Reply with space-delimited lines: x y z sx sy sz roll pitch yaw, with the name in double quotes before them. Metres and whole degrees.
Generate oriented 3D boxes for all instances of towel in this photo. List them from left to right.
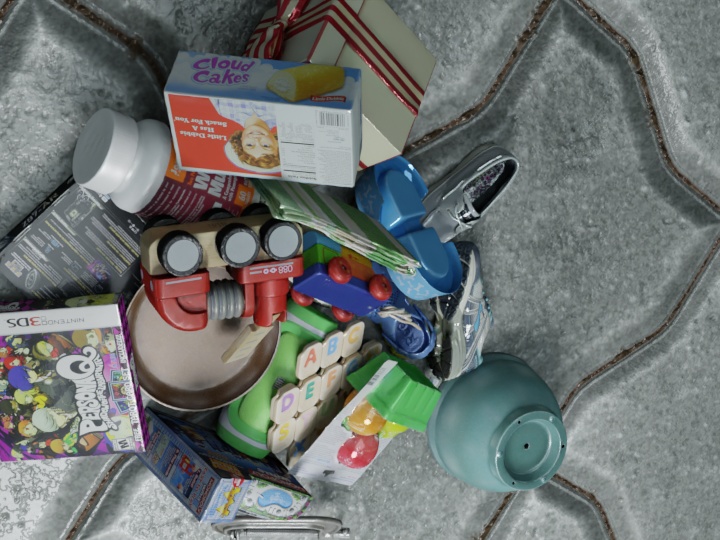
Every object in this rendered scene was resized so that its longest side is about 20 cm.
"towel" -0.036 -0.061 1.228 0.199 0.153 0.023 22 106 -31

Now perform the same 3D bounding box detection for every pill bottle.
"pill bottle" -0.222 -0.109 1.227 0.199 0.109 0.110 21 95 -39

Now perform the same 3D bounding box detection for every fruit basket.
"fruit basket" 0.006 0.204 1.426 0.200 0.094 0.185 -45 150 10

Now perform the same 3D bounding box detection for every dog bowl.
"dog bowl" 0.059 -0.052 1.368 0.111 0.049 0.201 -17 79 -55

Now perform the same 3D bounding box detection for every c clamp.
"c clamp" -0.104 0.350 1.423 0.198 0.171 0.027 5 69 -12

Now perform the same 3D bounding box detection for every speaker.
"speaker" -0.109 0.139 1.378 0.088 0.088 0.201 29 91 -27

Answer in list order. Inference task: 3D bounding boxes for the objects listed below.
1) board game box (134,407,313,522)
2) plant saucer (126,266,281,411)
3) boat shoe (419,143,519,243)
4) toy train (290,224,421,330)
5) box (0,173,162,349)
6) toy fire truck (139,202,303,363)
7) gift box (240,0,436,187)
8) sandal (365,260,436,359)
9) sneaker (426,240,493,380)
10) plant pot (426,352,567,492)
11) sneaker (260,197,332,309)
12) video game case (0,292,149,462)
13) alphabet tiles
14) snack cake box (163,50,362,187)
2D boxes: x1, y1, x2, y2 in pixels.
"board game box" -0.169 0.260 1.318 0.199 0.200 0.062 25 92 -27
"plant saucer" -0.196 0.074 1.301 0.199 0.032 0.202 -6 106 -22
"boat shoe" 0.134 -0.092 1.429 0.201 0.071 0.070 -46 117 -5
"toy train" 0.000 0.000 1.348 0.199 0.084 0.117 23 50 -40
"box" -0.315 -0.002 1.269 0.160 0.043 0.200 -45 117 -7
"toy fire truck" -0.159 0.033 1.212 0.175 0.129 0.202 -9 109 -23
"gift box" -0.054 -0.220 1.236 0.187 0.199 0.185 43 47 -31
"sandal" 0.039 0.049 1.418 0.080 0.087 0.200 -46 113 -4
"sneaker" 0.145 0.052 1.484 0.086 0.077 0.202 -8 114 -34
"plant pot" 0.212 0.234 1.518 0.199 0.134 0.202 -6 106 -22
"sneaker" -0.080 -0.026 1.357 0.200 0.077 0.089 45 75 -29
"video game case" -0.353 0.128 1.247 0.180 0.036 0.202 -4 113 2
"alphabet tiles" -0.045 0.165 1.394 0.199 0.015 0.197 -24 133 -43
"snack cake box" -0.099 -0.160 1.128 0.198 0.068 0.115 7 142 6
